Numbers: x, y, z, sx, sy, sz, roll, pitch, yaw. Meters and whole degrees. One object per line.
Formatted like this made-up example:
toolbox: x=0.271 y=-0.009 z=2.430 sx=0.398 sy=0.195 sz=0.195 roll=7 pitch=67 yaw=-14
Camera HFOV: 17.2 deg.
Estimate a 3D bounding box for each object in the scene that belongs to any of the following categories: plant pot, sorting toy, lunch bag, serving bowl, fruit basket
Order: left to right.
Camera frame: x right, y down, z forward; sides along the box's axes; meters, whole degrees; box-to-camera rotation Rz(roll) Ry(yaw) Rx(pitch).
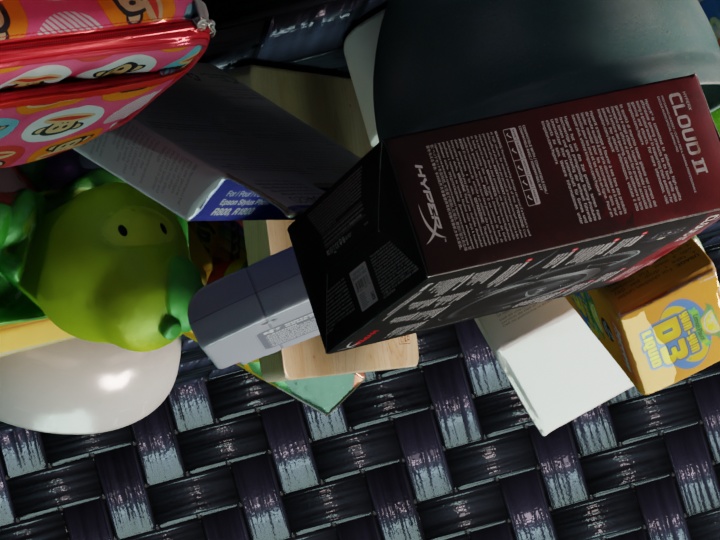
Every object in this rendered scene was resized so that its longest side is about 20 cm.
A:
lunch bag: x=-0.177 y=-0.109 z=1.151 sx=0.200 sy=0.082 sz=0.176 roll=-12 pitch=168 yaw=-38
serving bowl: x=-0.214 y=0.022 z=1.657 sx=0.200 sy=0.200 sz=0.066 roll=-10 pitch=136 yaw=-39
fruit basket: x=-0.174 y=-0.029 z=1.431 sx=0.216 sy=0.156 sz=0.216 roll=-5 pitch=-176 yaw=0
sorting toy: x=-0.044 y=-0.027 z=1.593 sx=0.070 sy=0.200 sz=0.199 roll=-8 pitch=177 yaw=26
plant pot: x=0.093 y=-0.132 z=1.311 sx=0.200 sy=0.134 sz=0.200 roll=-15 pitch=173 yaw=-2

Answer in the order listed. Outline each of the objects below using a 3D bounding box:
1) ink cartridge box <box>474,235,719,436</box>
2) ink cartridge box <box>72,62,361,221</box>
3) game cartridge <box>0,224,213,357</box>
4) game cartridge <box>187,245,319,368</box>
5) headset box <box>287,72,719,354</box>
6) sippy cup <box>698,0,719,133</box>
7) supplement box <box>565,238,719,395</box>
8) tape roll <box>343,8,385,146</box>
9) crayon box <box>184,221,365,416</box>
ink cartridge box: x=0.136 y=-0.007 z=1.558 sx=0.145 sy=0.088 sz=0.200 roll=-30 pitch=-145 yaw=2
ink cartridge box: x=-0.072 y=-0.064 z=1.361 sx=0.200 sy=0.041 sz=0.200 roll=31 pitch=-164 yaw=26
game cartridge: x=-0.214 y=-0.011 z=1.594 sx=0.200 sy=0.032 sz=0.176 roll=-16 pitch=-145 yaw=-17
game cartridge: x=0.000 y=0.000 z=1.358 sx=0.200 sy=0.040 sz=0.133 roll=-22 pitch=174 yaw=-2
headset box: x=0.084 y=-0.029 z=1.217 sx=0.200 sy=0.077 sz=0.149 roll=-14 pitch=170 yaw=-23
sippy cup: x=0.250 y=-0.154 z=1.405 sx=0.140 sy=0.178 sz=0.130 roll=6 pitch=169 yaw=-38
supplement box: x=0.144 y=-0.013 z=1.386 sx=0.069 sy=0.067 sz=0.200 roll=-27 pitch=-145 yaw=-7
tape roll: x=0.093 y=-0.139 z=1.520 sx=0.202 sy=0.071 sz=0.202 roll=-15 pitch=173 yaw=-2
crayon box: x=-0.089 y=0.005 z=1.697 sx=0.200 sy=0.127 sz=0.051 roll=30 pitch=122 yaw=-25
